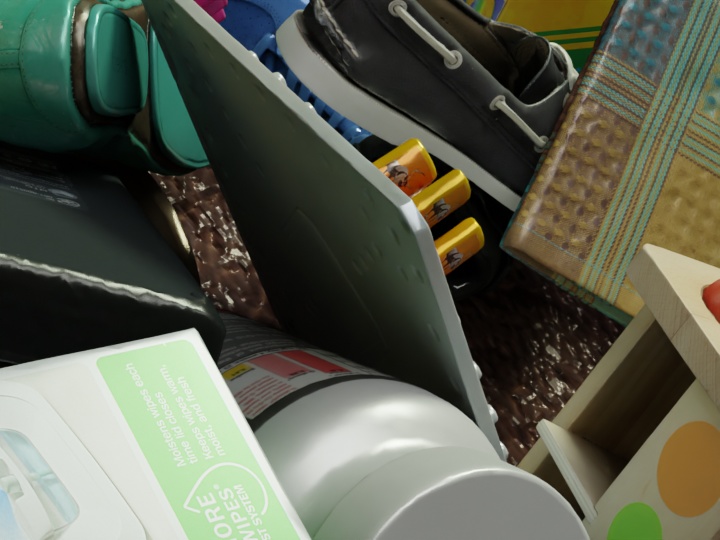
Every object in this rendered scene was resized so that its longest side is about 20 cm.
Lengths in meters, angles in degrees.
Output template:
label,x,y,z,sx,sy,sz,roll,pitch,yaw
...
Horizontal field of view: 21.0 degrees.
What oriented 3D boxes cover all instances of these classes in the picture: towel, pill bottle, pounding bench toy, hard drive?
label,x,y,z,sx,sy,sz,roll,pitch,yaw
towel,0.168,-0.023,0.807,0.199,0.022,0.148,30,77,-14
pill bottle,-0.021,0.083,0.616,0.115,0.117,0.199,0,9,-32
pounding bench toy,0.167,0.096,0.740,0.199,0.157,0.125,17,30,-36
hard drive,-0.131,-0.016,0.643,0.138,0.033,0.200,15,10,-20

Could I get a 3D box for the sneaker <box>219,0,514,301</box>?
label,x,y,z,sx,sy,sz,roll,pitch,yaw
sneaker,-0.012,-0.061,0.847,0.199,0.077,0.112,34,33,-11

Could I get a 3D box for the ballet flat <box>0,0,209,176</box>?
label,x,y,z,sx,sy,sz,roll,pitch,yaw
ballet flat,-0.105,-0.074,0.743,0.070,0.068,0.200,2,-1,11

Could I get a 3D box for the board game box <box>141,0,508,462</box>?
label,x,y,z,sx,sy,sz,roll,pitch,yaw
board game box,0.000,0.000,0.683,0.026,0.201,0.200,-32,43,-12

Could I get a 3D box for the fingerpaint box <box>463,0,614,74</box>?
label,x,y,z,sx,sy,sz,roll,pitch,yaw
fingerpaint box,0.127,-0.126,0.952,0.166,0.074,0.201,22,25,-13

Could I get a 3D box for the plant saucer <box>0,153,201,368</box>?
label,x,y,z,sx,sy,sz,roll,pitch,yaw
plant saucer,-0.156,-0.001,0.740,0.198,0.030,0.201,18,46,-19

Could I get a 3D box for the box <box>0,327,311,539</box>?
label,x,y,z,sx,sy,sz,roll,pitch,yaw
box,-0.128,0.126,0.521,0.175,0.201,0.097,-12,58,-37

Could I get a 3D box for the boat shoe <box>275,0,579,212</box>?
label,x,y,z,sx,sy,sz,roll,pitch,yaw
boat shoe,0.056,-0.074,0.803,0.199,0.060,0.074,26,30,-34
